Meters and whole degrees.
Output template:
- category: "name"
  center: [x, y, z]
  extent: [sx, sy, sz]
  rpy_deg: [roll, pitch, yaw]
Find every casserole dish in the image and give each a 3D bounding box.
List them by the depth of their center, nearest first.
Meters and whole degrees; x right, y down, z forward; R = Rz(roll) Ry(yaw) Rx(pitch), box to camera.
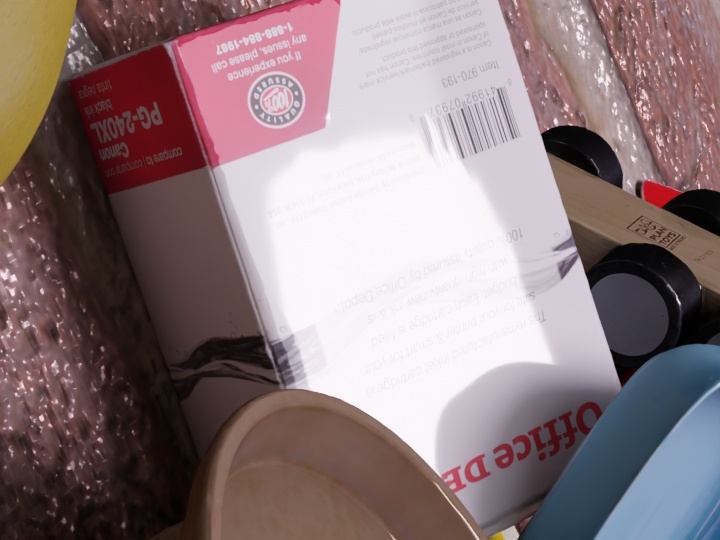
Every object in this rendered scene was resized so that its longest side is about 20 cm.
- category: "casserole dish"
  center: [0.101, 0.102, 0.810]
  extent: [0.121, 0.200, 0.039]
  rpy_deg: [15, 21, -49]

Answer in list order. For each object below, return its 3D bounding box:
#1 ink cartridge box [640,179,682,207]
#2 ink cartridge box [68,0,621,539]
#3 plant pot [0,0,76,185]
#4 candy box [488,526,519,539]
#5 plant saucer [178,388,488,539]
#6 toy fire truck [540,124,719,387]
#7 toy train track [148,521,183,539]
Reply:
- category: "ink cartridge box"
  center: [0.239, 0.041, 1.183]
  extent: [0.200, 0.084, 0.176]
  rpy_deg: [13, 66, -53]
- category: "ink cartridge box"
  center: [0.000, 0.000, 0.808]
  extent: [0.145, 0.083, 0.201]
  rpy_deg: [-22, 97, -35]
- category: "plant pot"
  center: [-0.154, -0.075, 0.579]
  extent: [0.142, 0.199, 0.201]
  rpy_deg: [67, 22, -65]
- category: "candy box"
  center: [0.025, 0.148, 0.830]
  extent: [0.102, 0.026, 0.200]
  rpy_deg: [62, 27, -1]
- category: "plant saucer"
  center: [0.008, 0.131, 0.674]
  extent: [0.200, 0.029, 0.200]
  rpy_deg: [44, 28, -31]
- category: "toy fire truck"
  center: [0.106, 0.058, 0.947]
  extent: [0.129, 0.176, 0.200]
  rpy_deg: [-36, 148, -56]
- category: "toy train track"
  center: [-0.033, 0.184, 0.768]
  extent: [0.115, 0.032, 0.200]
  rpy_deg: [-30, 96, -60]
